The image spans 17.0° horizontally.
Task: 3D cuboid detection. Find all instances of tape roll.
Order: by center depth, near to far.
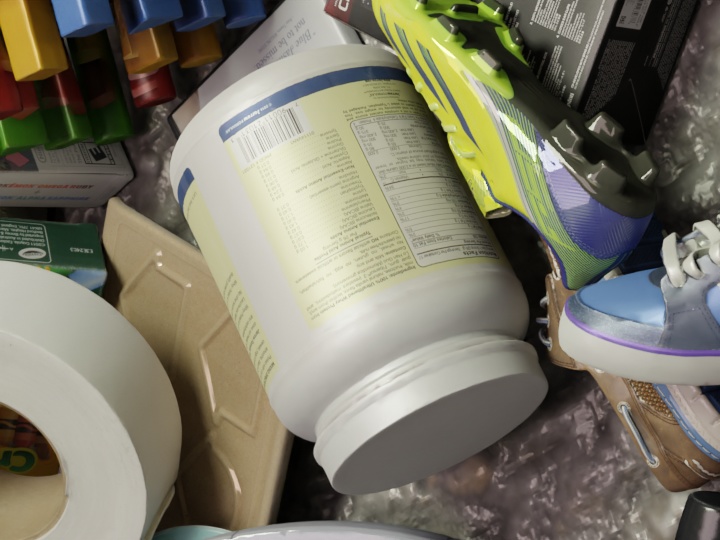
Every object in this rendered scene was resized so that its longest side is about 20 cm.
[{"bbox_3d":[-0.204,0.096,1.367,0.202,0.071,0.203,7,121,11],"label":"tape roll"}]

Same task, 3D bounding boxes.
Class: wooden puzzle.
[{"bbox_3d":[-0.095,0.075,1.411,0.200,0.046,0.186,33,120,41],"label":"wooden puzzle"}]

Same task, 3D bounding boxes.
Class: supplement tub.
[{"bbox_3d":[0.000,0.000,1.248,0.145,0.145,0.200,-40,66,33],"label":"supplement tub"}]

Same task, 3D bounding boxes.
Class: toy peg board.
[{"bbox_3d":[-0.153,-0.133,1.375,0.199,0.200,0.098,-18,86,39],"label":"toy peg board"}]

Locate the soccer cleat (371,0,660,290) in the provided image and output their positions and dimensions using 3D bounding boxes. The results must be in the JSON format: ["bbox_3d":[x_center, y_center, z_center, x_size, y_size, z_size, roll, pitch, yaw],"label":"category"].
[{"bbox_3d":[0.062,-0.072,1.177,0.200,0.065,0.084,48,126,27],"label":"soccer cleat"}]

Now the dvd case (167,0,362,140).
[{"bbox_3d":[-0.027,-0.049,1.379,0.143,0.018,0.200,-41,65,32],"label":"dvd case"}]

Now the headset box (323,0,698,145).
[{"bbox_3d":[0.079,-0.171,1.250,0.200,0.077,0.149,31,110,37],"label":"headset box"}]

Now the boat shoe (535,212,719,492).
[{"bbox_3d":[0.125,0.022,1.213,0.072,0.072,0.200,-44,63,33],"label":"boat shoe"}]

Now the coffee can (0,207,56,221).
[{"bbox_3d":[-0.314,-0.034,1.541,0.200,0.146,0.147,-22,76,39],"label":"coffee can"}]

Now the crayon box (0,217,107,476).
[{"bbox_3d":[-0.235,0.061,1.454,0.052,0.125,0.200,-109,30,-50],"label":"crayon box"}]

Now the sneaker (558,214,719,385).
[{"bbox_3d":[0.190,-0.028,1.099,0.199,0.081,0.147,0,112,9],"label":"sneaker"}]

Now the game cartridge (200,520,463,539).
[{"bbox_3d":[-0.010,0.203,1.301,0.199,0.042,0.134,1,87,11],"label":"game cartridge"}]

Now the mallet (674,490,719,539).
[{"bbox_3d":[0.232,0.173,1.148,0.200,0.041,0.066,28,108,33],"label":"mallet"}]

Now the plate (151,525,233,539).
[{"bbox_3d":[-0.076,0.242,1.377,0.200,0.026,0.201,15,117,31],"label":"plate"}]

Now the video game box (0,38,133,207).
[{"bbox_3d":[-0.249,-0.131,1.463,0.047,0.182,0.200,-38,66,33],"label":"video game box"}]
